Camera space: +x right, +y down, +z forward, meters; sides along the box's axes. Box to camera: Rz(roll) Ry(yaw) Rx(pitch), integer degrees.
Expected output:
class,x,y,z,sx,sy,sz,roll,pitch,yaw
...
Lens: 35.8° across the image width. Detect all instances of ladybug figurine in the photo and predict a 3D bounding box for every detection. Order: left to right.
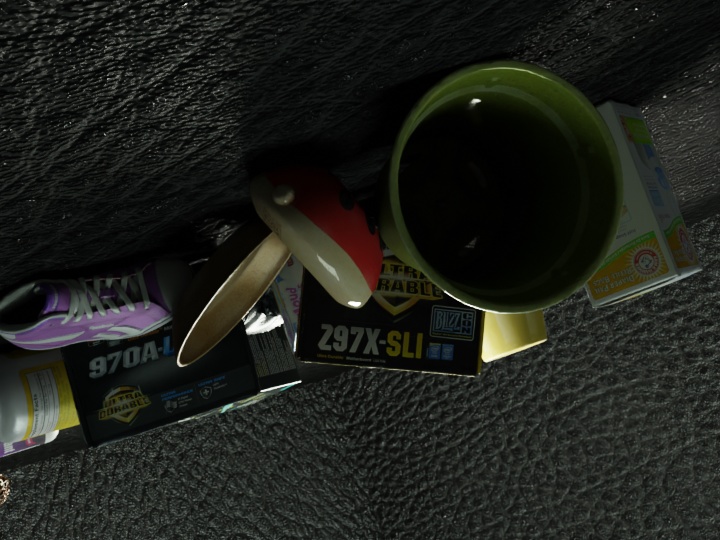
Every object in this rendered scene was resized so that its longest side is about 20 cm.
class,x,y,z,sx,sy,sz,roll,pitch,yaw
ladybug figurine,-0.032,-0.037,0.994,0.072,0.136,0.200,-42,159,-2

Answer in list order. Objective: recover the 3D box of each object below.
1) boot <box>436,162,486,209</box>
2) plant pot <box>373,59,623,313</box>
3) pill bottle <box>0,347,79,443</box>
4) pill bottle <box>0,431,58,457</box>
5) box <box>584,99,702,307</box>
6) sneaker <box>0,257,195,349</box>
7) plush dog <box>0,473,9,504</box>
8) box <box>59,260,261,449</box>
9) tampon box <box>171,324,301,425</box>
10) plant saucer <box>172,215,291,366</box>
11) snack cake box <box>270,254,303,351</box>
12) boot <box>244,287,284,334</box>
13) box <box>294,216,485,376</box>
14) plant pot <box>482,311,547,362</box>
class,x,y,z,sx,sy,sz,roll,pitch,yaw
boot,0.075,-0.072,1.187,0.097,0.075,0.199,-28,170,34
plant pot,0.095,-0.064,0.968,0.199,0.202,0.184,-17,-177,-15
pill bottle,-0.406,0.149,1.379,0.199,0.112,0.111,-12,169,-40
pill bottle,-0.467,0.186,1.479,0.199,0.112,0.111,-16,171,-25
box,0.282,-0.071,1.225,0.101,0.201,0.112,-24,171,29
sneaker,-0.262,0.032,1.097,0.199,0.073,0.114,-19,169,-3
plush dog,-0.623,0.311,1.714,0.199,0.173,0.160,-23,172,18
box,-0.223,0.087,1.221,0.199,0.160,0.046,-16,-172,-21
tampon box,-0.226,0.158,1.807,0.149,0.127,0.199,-26,169,35
plant saucer,-0.132,0.010,1.141,0.201,0.035,0.200,-50,173,-8
snack cake box,-0.068,0.025,1.346,0.067,0.116,0.200,-18,171,-7
boot,-0.199,0.073,1.528,0.197,0.074,0.162,-23,174,20
box,0.034,0.026,1.192,0.198,0.161,0.049,6,178,-7
plant pot,0.267,0.065,2.139,0.199,0.190,0.201,-20,172,-3
